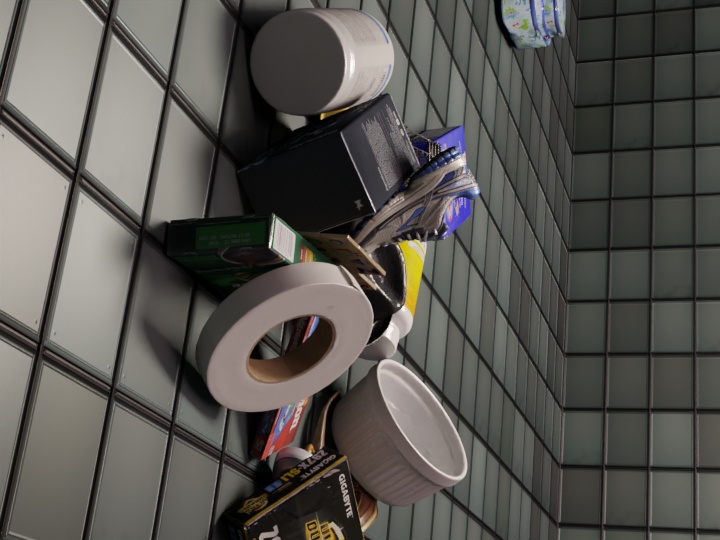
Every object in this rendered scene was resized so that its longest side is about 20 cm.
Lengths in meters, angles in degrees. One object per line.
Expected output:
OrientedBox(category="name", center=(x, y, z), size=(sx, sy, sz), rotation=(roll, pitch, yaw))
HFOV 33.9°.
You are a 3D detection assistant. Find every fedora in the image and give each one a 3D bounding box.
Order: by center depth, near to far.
OrientedBox(category="fedora", center=(0.000, 0.000, 1.560), size=(0.200, 0.091, 0.201), rotation=(13, 70, -40))

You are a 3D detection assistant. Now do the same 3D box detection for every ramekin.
OrientedBox(category="ramekin", center=(0.049, 0.235, 1.660), size=(0.200, 0.105, 0.200), rotation=(46, 20, -21))

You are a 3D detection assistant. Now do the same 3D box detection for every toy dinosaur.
OrientedBox(category="toy dinosaur", center=(-0.059, 0.249, 1.556), size=(0.106, 0.060, 0.201), rotation=(120, -23, -81))

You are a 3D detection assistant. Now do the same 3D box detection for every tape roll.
OrientedBox(category="tape roll", center=(-0.081, 0.074, 1.292), size=(0.037, 0.203, 0.203), rotation=(56, -3, 37))

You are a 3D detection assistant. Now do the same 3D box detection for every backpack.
OrientedBox(category="backpack", center=(0.407, -0.636, 2.793), size=(0.200, 0.147, 0.184), rotation=(25, 63, -65))

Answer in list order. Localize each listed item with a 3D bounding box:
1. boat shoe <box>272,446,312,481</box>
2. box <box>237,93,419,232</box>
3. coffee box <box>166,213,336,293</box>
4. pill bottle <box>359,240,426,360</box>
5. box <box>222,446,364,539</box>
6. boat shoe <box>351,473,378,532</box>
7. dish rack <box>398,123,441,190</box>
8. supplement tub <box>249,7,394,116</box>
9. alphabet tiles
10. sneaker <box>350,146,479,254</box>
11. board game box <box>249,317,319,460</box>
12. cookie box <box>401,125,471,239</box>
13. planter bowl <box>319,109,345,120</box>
OrientedBox(category="boat shoe", center=(-0.070, 0.312, 1.466), size=(0.065, 0.073, 0.200), rotation=(-68, 149, -57))
OrientedBox(category="box", center=(-0.035, -0.126, 1.461), size=(0.107, 0.148, 0.200), rotation=(66, 25, -13))
OrientedBox(category="coffee box", center=(-0.113, -0.010, 1.299), size=(0.200, 0.123, 0.044), rotation=(42, 48, -66))
OrientedBox(category="pill bottle", center=(0.030, 0.028, 1.718), size=(0.109, 0.109, 0.200), rotation=(65, 29, -48))
OrientedBox(category="box", center=(-0.069, 0.335, 1.401), size=(0.160, 0.049, 0.200), rotation=(-28, 119, -33))
OrientedBox(category="boat shoe", center=(-0.013, 0.314, 1.647), size=(0.068, 0.072, 0.200), rotation=(61, 22, -10))
OrientedBox(category="dish rack", center=(0.072, -0.153, 1.877), size=(0.200, 0.054, 0.154), rotation=(15, 75, -56))
OrientedBox(category="supplement tub", center=(-0.044, -0.268, 1.502), size=(0.200, 0.132, 0.132), rotation=(-30, 116, -68))
OrientedBox(category="alphabet tiles", center=(-0.058, -0.012, 1.386), size=(0.200, 0.167, 0.008), rotation=(43, 54, -64))
OrientedBox(category="sneaker", center=(0.066, -0.063, 1.473), size=(0.085, 0.200, 0.077), rotation=(50, 2, -4))
OrientedBox(category="board game box", center=(-0.075, 0.126, 1.430), size=(0.200, 0.019, 0.103), rotation=(-70, 165, 12))
OrientedBox(category="cookie box", center=(0.131, -0.154, 2.071), size=(0.200, 0.075, 0.172), rotation=(-36, 122, -66))
OrientedBox(category="planter bowl", center=(0.012, -0.174, 1.688), size=(0.200, 0.083, 0.201), rotation=(-1, 90, -72))
